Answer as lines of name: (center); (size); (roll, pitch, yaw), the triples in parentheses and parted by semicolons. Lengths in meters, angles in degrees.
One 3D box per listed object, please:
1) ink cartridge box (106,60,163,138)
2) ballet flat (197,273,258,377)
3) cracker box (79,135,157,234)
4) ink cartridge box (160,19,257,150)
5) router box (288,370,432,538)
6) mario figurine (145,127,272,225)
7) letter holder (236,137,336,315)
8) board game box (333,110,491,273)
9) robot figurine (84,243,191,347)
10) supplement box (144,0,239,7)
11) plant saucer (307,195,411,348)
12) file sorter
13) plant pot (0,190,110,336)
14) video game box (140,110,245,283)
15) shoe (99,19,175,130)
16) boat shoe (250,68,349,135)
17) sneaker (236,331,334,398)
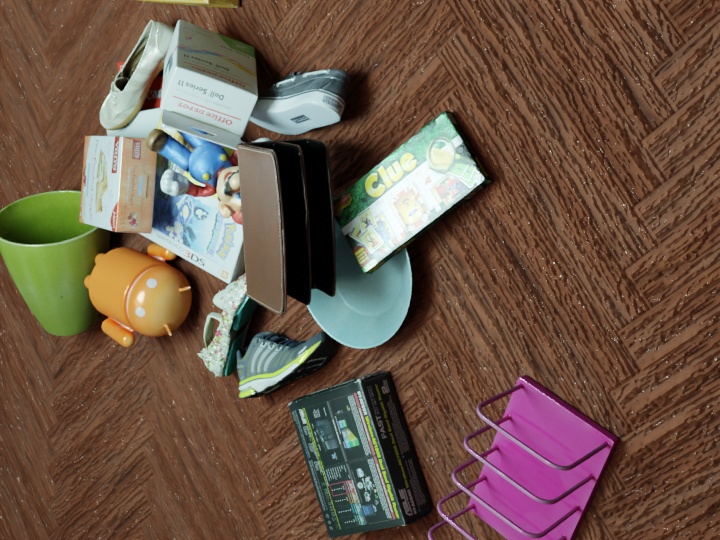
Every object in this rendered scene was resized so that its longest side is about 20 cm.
ink cartridge box: (-0.317, -0.241, 1.653); (0.199, 0.043, 0.175); (0, 100, 42)
ballet flat: (-0.193, 0.070, 1.582); (0.064, 0.076, 0.201); (30, 118, 13)
cracker box: (-0.359, -0.129, 1.595); (0.200, 0.057, 0.135); (11, 98, 59)
ink cartridge box: (-0.199, -0.247, 1.434); (0.201, 0.116, 0.068); (-101, 33, -54)
router box: (-0.002, 0.250, 1.462); (0.149, 0.062, 0.202); (-22, 84, 43)
mario figurine: (-0.191, -0.142, 1.452); (0.200, 0.106, 0.124); (39, 117, 8)
letter holder: (-0.081, -0.058, 1.354); (0.142, 0.100, 0.202); (-158, 63, -64)
board game box: (0.057, -0.094, 1.331); (0.200, 0.023, 0.105); (-38, 68, 25)
robot figurine: (-0.341, 0.031, 1.683); (0.199, 0.144, 0.117); (21, 134, 37)
supplement box: (-0.260, -0.415, 1.551); (0.199, 0.066, 0.069); (17, 107, 37)
plant saucer: (0.000, 0.000, 1.424); (0.200, 0.039, 0.203); (11, 107, 40)
file sorter: (0.179, 0.255, 1.260); (0.139, 0.125, 0.201); (34, 119, 31)
plant pot: (-0.493, 0.000, 1.787); (0.186, 0.187, 0.202); (23, 129, 36)
video game box: (-0.228, -0.108, 1.567); (0.181, 0.047, 0.201); (26, 118, 12)
shoe: (-0.341, -0.294, 1.627); (0.200, 0.053, 0.070); (-47, 49, 23)
boat shoe: (-0.084, -0.229, 1.436); (0.199, 0.071, 0.068); (-2, 64, 55)
sneaker: (-0.117, 0.120, 1.533); (0.199, 0.074, 0.082); (-28, 77, 40)
